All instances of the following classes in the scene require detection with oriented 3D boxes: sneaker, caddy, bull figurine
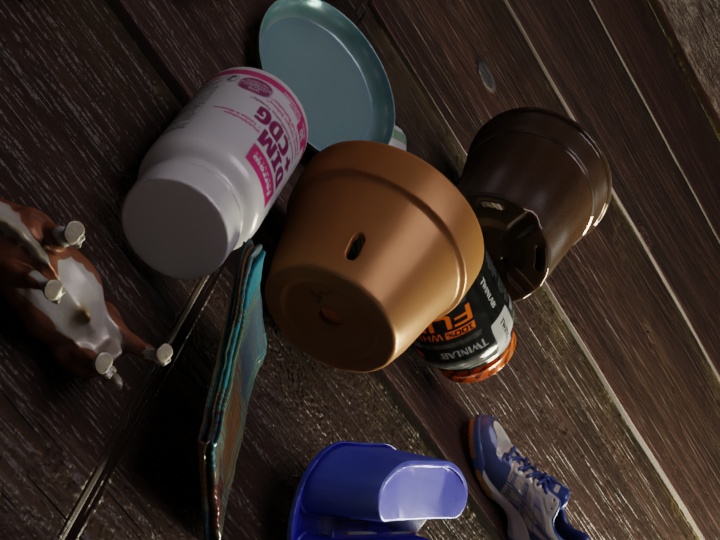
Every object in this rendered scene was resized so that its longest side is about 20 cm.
[{"bbox_3d":[0.195,0.247,1.416,0.201,0.088,0.075,62,30,-8],"label":"sneaker"},{"bbox_3d":[0.011,0.227,1.096,0.199,0.104,0.143,16,81,-56],"label":"caddy"},{"bbox_3d":[-0.215,0.007,0.850,0.065,0.121,0.201,-50,129,-19],"label":"bull figurine"}]

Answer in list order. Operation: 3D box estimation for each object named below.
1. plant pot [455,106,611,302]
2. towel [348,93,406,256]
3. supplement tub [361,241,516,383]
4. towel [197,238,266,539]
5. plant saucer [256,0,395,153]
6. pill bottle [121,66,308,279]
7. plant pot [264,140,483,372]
[{"bbox_3d":[0.193,-0.074,1.548,0.201,0.199,0.198,59,38,-15],"label":"plant pot"},{"bbox_3d":[0.027,-0.092,1.421,0.149,0.030,0.202,23,52,-52],"label":"towel"},{"bbox_3d":[0.092,0.021,1.340,0.201,0.121,0.123,59,28,-35],"label":"supplement tub"},{"bbox_3d":[-0.101,0.096,0.988,0.148,0.021,0.201,94,3,-48],"label":"towel"},{"bbox_3d":[-0.041,-0.205,1.350,0.199,0.027,0.202,23,55,-38],"label":"plant saucer"},{"bbox_3d":[-0.124,-0.085,1.064,0.114,0.113,0.201,56,31,-21],"label":"pill bottle"},{"bbox_3d":[0.000,0.000,1.163,0.201,0.199,0.141,53,48,-24],"label":"plant pot"}]
